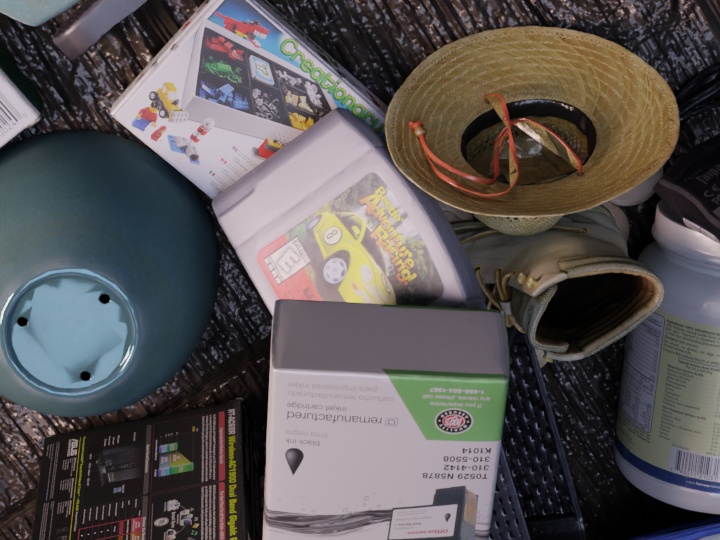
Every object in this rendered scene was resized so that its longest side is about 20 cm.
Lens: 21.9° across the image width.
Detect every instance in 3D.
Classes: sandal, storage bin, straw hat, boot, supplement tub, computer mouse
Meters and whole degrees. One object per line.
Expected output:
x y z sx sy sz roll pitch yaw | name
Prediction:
-0.118 -0.205 1.225 0.200 0.076 0.043 -39 107 19 | sandal
0.086 0.151 1.321 0.094 0.135 0.200 -9 113 19 | storage bin
0.112 -0.072 1.253 0.201 0.201 0.085 -6 134 -4 | straw hat
0.095 0.018 1.261 0.200 0.155 0.072 -17 110 -1 | boot
0.259 0.056 1.315 0.145 0.145 0.200 2 109 -7 | supplement tub
0.263 -0.072 1.248 0.140 0.200 0.046 -38 124 -13 | computer mouse

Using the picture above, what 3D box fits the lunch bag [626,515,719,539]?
0.271 0.217 1.363 0.200 0.160 0.076 -14 71 -7 | lunch bag

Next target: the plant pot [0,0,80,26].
-0.201 -0.270 1.135 0.196 0.196 0.200 25 114 -14 | plant pot

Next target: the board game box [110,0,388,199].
-0.055 -0.093 1.284 0.200 0.035 0.126 40 105 -17 | board game box

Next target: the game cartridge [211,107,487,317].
0.000 0.000 1.229 0.133 0.041 0.200 -35 78 16 | game cartridge

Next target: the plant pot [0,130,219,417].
-0.193 0.019 1.260 0.200 0.135 0.200 -2 110 -6 | plant pot

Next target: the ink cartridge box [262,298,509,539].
0.012 0.124 1.176 0.146 0.084 0.200 2 122 -2 | ink cartridge box

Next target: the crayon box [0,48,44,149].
-0.322 -0.145 1.232 0.127 0.051 0.200 -37 110 7 | crayon box

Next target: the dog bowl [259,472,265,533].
-0.045 0.251 1.360 0.200 0.074 0.200 3 104 10 | dog bowl

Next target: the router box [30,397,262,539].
-0.145 0.178 1.281 0.150 0.200 0.062 -11 120 2 | router box

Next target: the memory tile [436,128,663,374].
0.112 -0.030 1.338 0.153 0.017 0.200 27 104 -14 | memory tile
